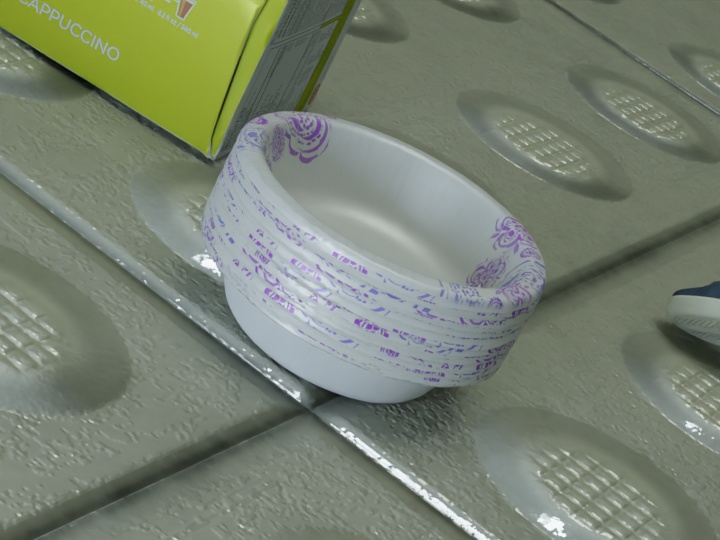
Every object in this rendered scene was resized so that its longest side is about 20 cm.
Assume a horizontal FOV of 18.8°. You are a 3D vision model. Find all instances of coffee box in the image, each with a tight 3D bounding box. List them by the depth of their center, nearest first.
[{"bbox_3d":[-0.108,-0.227,1.502,0.199,0.201,0.198,32,24,9],"label":"coffee box"}]

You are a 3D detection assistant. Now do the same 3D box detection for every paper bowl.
[{"bbox_3d":[0.000,0.000,1.277,0.200,0.105,0.201,24,24,-11],"label":"paper bowl"}]

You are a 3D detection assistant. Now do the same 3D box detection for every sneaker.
[{"bbox_3d":[0.318,0.007,1.547,0.199,0.085,0.075,-1,-21,22],"label":"sneaker"}]
